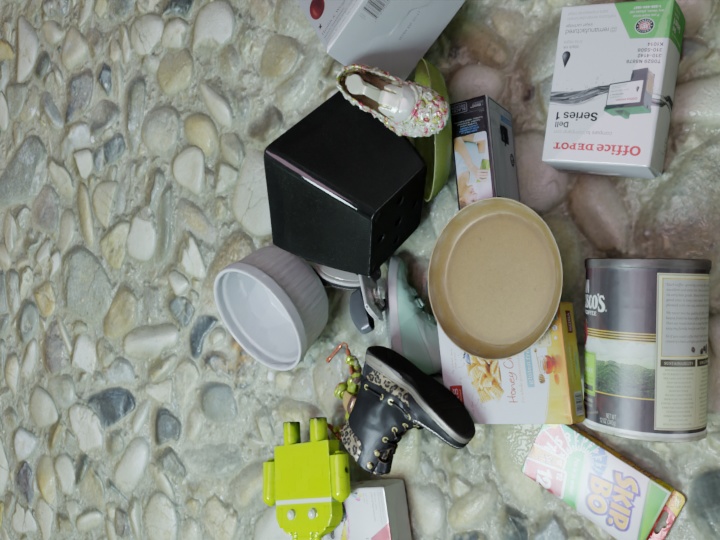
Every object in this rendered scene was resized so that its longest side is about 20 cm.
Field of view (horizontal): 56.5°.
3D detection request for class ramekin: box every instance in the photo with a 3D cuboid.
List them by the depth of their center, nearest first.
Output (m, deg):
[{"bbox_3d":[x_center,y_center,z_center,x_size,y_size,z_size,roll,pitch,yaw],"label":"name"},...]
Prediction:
[{"bbox_3d":[-0.145,0.056,1.135,0.197,0.105,0.204,25,135,27],"label":"ramekin"}]

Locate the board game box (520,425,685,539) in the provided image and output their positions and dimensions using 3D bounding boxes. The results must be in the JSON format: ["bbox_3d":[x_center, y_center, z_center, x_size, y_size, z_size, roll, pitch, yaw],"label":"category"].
[{"bbox_3d":[0.321,0.287,0.903,0.198,0.030,0.098,30,106,28],"label":"board game box"}]

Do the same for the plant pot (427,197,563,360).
[{"bbox_3d":[0.172,0.010,0.858,0.197,0.027,0.207,-2,87,43],"label":"plant pot"}]

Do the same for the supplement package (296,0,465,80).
[{"bbox_3d":[0.024,-0.418,1.009,0.192,0.145,0.202,-48,44,22],"label":"supplement package"}]

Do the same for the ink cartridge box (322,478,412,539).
[{"bbox_3d":[-0.018,0.413,1.104,0.196,0.067,0.120,-15,79,34],"label":"ink cartridge box"}]

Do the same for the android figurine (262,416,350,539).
[{"bbox_3d":[-0.089,0.348,1.097,0.178,0.041,0.206,-14,69,33],"label":"android figurine"}]

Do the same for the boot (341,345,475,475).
[{"bbox_3d":[0.057,0.218,0.932,0.198,0.072,0.154,35,112,33],"label":"boot"}]

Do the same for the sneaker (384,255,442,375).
[{"bbox_3d":[0.099,0.070,1.045,0.115,0.074,0.205,-3,62,-4],"label":"sneaker"}]

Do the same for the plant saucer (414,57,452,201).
[{"bbox_3d":[0.106,-0.205,0.982,0.030,0.200,0.206,-4,86,-2],"label":"plant saucer"}]

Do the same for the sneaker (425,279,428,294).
[{"bbox_3d":[0.169,0.075,0.974,0.197,0.074,0.086,29,96,31],"label":"sneaker"}]

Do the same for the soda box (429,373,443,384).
[{"bbox_3d":[0.146,0.187,0.997,0.196,0.068,0.065,-8,85,33],"label":"soda box"}]

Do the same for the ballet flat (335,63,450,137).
[{"bbox_3d":[0.033,-0.230,0.903,0.198,0.063,0.077,32,108,42],"label":"ballet flat"}]

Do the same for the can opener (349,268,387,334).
[{"bbox_3d":[0.000,0.000,1.063,0.065,0.053,0.204,-26,50,22],"label":"can opener"}]

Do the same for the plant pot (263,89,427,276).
[{"bbox_3d":[-0.011,-0.115,1.000,0.176,0.200,0.202,34,148,23],"label":"plant pot"}]

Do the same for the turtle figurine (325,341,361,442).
[{"bbox_3d":[-0.003,0.233,1.094,0.161,0.063,0.205,38,124,50],"label":"turtle figurine"}]

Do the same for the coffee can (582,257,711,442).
[{"bbox_3d":[0.346,0.089,0.816,0.143,0.145,0.207,1,90,33],"label":"coffee can"}]

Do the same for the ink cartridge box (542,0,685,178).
[{"bbox_3d":[0.327,-0.231,0.872,0.143,0.083,0.206,9,94,34],"label":"ink cartridge box"}]

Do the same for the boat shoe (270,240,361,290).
[{"bbox_3d":[-0.069,-0.005,1.152,0.196,0.074,0.061,17,141,23],"label":"boat shoe"}]

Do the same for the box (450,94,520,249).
[{"bbox_3d":[0.181,-0.131,0.953,0.059,0.116,0.206,-7,84,30],"label":"box"}]

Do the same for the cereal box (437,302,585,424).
[{"bbox_3d":[0.191,0.127,0.882,0.197,0.039,0.148,-14,78,45],"label":"cereal box"}]
